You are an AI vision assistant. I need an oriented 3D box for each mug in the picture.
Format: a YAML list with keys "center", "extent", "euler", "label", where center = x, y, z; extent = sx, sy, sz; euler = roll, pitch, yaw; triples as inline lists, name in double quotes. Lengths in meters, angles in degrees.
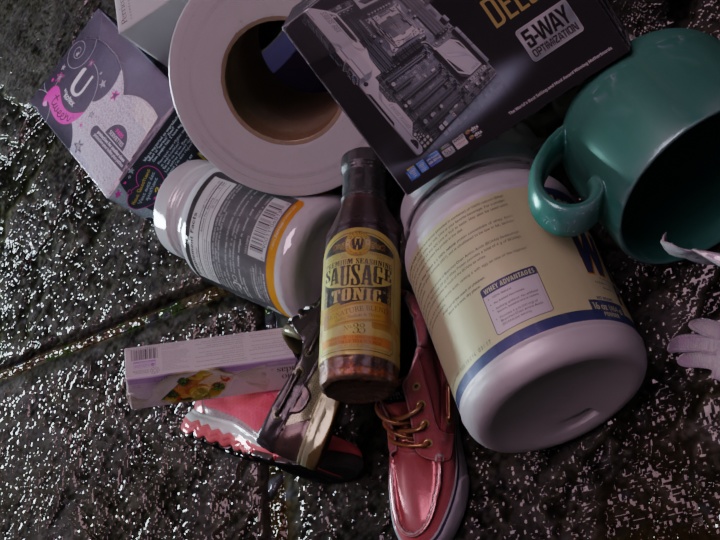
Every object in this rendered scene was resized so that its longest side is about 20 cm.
- center: [0.210, -0.099, 0.936]
  extent: [0.153, 0.183, 0.115]
  euler: [-57, 46, 30]
  label: "mug"

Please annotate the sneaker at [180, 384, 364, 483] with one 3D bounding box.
- center: [-0.075, 0.124, 1.126]
  extent: [0.198, 0.073, 0.088]
  euler: [10, 76, 39]
  label: "sneaker"

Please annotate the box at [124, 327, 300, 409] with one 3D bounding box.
- center: [-0.103, 0.080, 1.111]
  extent: [0.196, 0.039, 0.042]
  euler: [-8, 42, -7]
  label: "box"

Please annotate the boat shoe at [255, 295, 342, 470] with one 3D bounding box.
- center: [-0.033, 0.058, 1.057]
  extent: [0.065, 0.072, 0.204]
  euler: [17, 69, -2]
  label: "boat shoe"

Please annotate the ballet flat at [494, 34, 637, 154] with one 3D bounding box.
- center: [0.157, -0.132, 1.067]
  extent: [0.199, 0.069, 0.070]
  euler: [-33, 55, 22]
  label: "ballet flat"

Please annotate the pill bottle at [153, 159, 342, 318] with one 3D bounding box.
- center: [-0.093, -0.033, 1.180]
  extent: [0.198, 0.116, 0.118]
  euler: [21, 84, 41]
  label: "pill bottle"

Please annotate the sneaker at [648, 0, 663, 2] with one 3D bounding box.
- center: [0.235, -0.302, 1.087]
  extent: [0.087, 0.075, 0.203]
  euler: [-15, 55, 42]
  label: "sneaker"

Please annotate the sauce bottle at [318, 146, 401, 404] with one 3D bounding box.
- center: [0.000, 0.000, 1.013]
  extent: [0.065, 0.066, 0.203]
  euler: [-17, 60, 30]
  label: "sauce bottle"

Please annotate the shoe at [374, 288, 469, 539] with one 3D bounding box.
- center: [0.038, 0.118, 1.031]
  extent: [0.071, 0.091, 0.203]
  euler: [-8, 66, 34]
  label: "shoe"

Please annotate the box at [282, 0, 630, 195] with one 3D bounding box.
- center: [0.068, -0.173, 0.926]
  extent: [0.198, 0.158, 0.050]
  euler: [-31, 20, 22]
  label: "box"

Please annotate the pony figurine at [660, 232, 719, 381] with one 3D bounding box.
- center: [0.307, 0.017, 0.853]
  extent: [0.191, 0.167, 0.201]
  euler: [24, 70, 33]
  label: "pony figurine"

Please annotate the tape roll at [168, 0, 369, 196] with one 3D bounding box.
- center: [-0.053, -0.183, 1.117]
  extent: [0.201, 0.204, 0.140]
  euler: [-32, 16, 22]
  label: "tape roll"

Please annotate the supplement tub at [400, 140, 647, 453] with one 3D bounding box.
- center: [0.116, 0.017, 0.981]
  extent: [0.144, 0.144, 0.202]
  euler: [-34, 54, 20]
  label: "supplement tub"

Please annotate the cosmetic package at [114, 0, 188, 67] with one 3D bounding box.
- center: [-0.138, -0.295, 1.236]
  extent: [0.198, 0.085, 0.109]
  euler: [-28, 59, 23]
  label: "cosmetic package"

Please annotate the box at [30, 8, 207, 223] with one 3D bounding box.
- center: [-0.230, -0.153, 1.333]
  extent: [0.133, 0.114, 0.200]
  euler: [-51, 50, 7]
  label: "box"

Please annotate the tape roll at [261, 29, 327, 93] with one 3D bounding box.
- center: [-0.086, -0.248, 1.287]
  extent: [0.198, 0.085, 0.203]
  euler: [-16, 61, 31]
  label: "tape roll"
